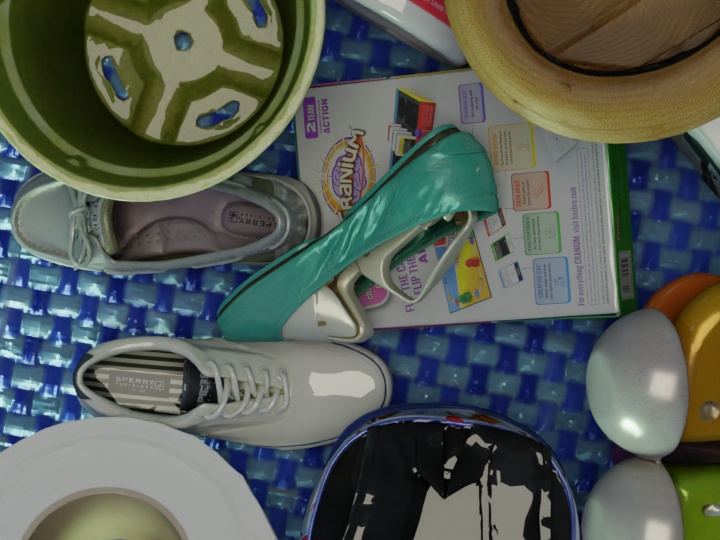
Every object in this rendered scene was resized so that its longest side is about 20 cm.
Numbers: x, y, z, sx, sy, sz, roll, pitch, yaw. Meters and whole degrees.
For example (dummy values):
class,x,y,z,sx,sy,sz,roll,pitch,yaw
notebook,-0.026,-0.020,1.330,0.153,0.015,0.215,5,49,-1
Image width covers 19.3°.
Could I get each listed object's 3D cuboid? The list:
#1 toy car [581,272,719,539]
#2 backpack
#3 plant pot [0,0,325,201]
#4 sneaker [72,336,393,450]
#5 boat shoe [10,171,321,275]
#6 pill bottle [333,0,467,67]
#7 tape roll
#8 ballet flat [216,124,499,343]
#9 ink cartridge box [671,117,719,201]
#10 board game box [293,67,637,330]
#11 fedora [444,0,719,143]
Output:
class,x,y,z,sx,sy,sz,roll,pitch,yaw
toy car,0.204,0.099,1.233,0.173,0.150,0.202,-2,98,-17
backpack,0.048,0.174,1.243,0.198,0.154,0.192,8,100,-4
plant pot,-0.113,-0.139,1.226,0.198,0.184,0.203,0,90,3
sneaker,-0.079,0.075,1.285,0.198,0.071,0.074,-1,91,3
boat shoe,-0.126,-0.033,1.276,0.200,0.065,0.075,5,92,19
pill bottle,0.060,-0.234,1.249,0.119,0.120,0.201,30,92,2
tape roll,-0.147,0.189,1.239,0.200,0.071,0.204,1,58,-1
ballet flat,0.000,0.000,1.225,0.200,0.067,0.071,-39,69,18
ink cartridge box,0.229,-0.089,1.230,0.083,0.147,0.201,-38,88,3
board game box,0.060,-0.044,1.259,0.198,0.040,0.155,-3,91,23
fedora,0.144,-0.163,1.121,0.198,0.082,0.203,1,94,9
